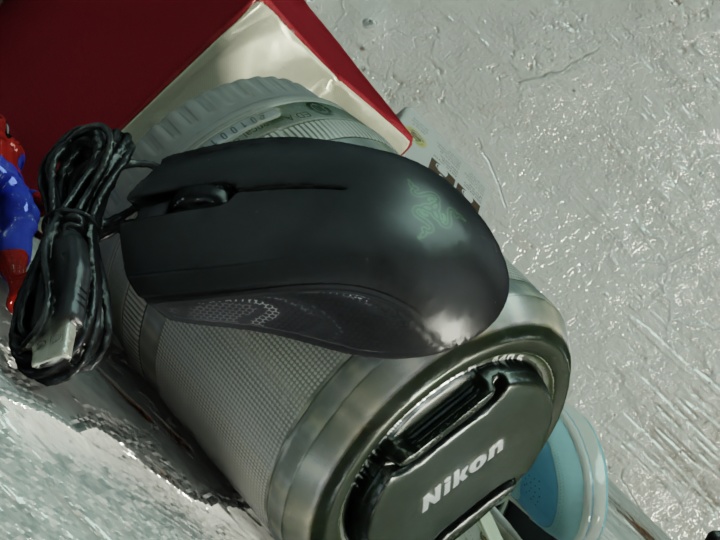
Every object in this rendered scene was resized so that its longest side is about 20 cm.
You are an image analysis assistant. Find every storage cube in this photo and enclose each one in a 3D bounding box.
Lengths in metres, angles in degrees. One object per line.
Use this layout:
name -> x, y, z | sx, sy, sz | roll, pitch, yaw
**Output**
storage cube -> -0.109, -0.105, 1.074 | 0.171, 0.200, 0.180 | 39, 12, -50

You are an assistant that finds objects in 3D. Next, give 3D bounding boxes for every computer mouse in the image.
computer mouse -> -0.037, -0.014, 0.761 | 0.053, 0.198, 0.139 | 96, -2, -47

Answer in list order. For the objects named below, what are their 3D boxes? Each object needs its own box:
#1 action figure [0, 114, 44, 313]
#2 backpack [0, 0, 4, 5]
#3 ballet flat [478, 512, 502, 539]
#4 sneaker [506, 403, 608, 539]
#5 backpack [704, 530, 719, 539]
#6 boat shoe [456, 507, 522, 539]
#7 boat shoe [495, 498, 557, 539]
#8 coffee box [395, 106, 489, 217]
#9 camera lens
action figure -> -0.167, -0.040, 0.880 | 0.065, 0.052, 0.200 | 36, 5, -23
backpack -> -0.225, -0.214, 0.976 | 0.135, 0.200, 0.183 | 44, 3, 12
ballet flat -> 0.027, 0.123, 0.970 | 0.069, 0.070, 0.200 | 40, 5, -42
sneaker -> 0.059, 0.105, 1.146 | 0.130, 0.080, 0.200 | 0, 22, -20
backpack -> 0.185, 0.224, 0.959 | 0.200, 0.126, 0.168 | 9, 58, -61
boat shoe -> 0.098, 0.179, 1.063 | 0.200, 0.069, 0.071 | 45, 3, 12
boat shoe -> 0.074, 0.132, 1.259 | 0.199, 0.076, 0.060 | 32, -11, -3
coffee box -> 0.000, 0.000, 1.128 | 0.080, 0.114, 0.200 | 44, 27, -13
camera lens -> -0.014, 0.027, 0.872 | 0.200, 0.160, 0.160 | 46, 5, 31
